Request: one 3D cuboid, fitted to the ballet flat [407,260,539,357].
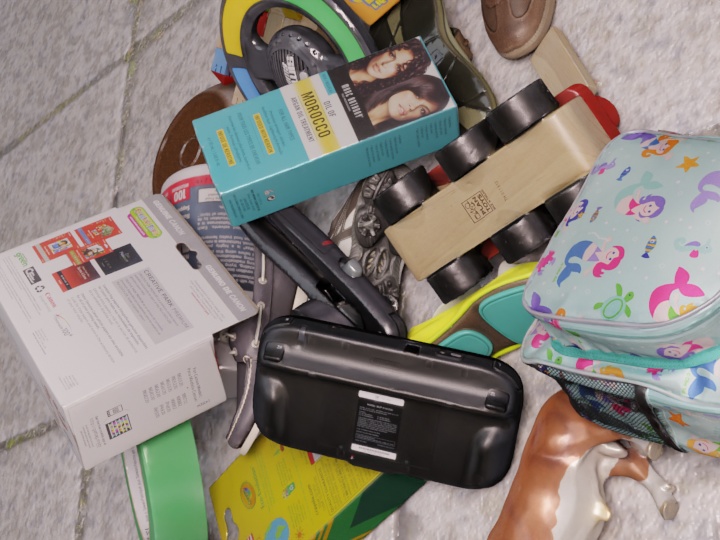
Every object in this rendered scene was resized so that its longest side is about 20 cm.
[{"bbox_3d":[0.101,0.030,0.850,0.200,0.067,0.067,-34,30,37],"label":"ballet flat"}]

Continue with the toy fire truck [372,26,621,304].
[{"bbox_3d":[0.118,-0.092,0.863,0.176,0.200,0.129,-35,90,36],"label":"toy fire truck"}]

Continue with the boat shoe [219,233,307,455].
[{"bbox_3d":[-0.091,0.059,0.990,0.073,0.063,0.201,128,159,-70],"label":"boat shoe"}]

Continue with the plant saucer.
[{"bbox_3d":[-0.178,-0.126,1.270,0.200,0.037,0.201,-24,55,40],"label":"plant saucer"}]

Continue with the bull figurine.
[{"bbox_3d":[0.130,0.175,0.740,0.121,0.065,0.201,11,82,49],"label":"bull figurine"}]

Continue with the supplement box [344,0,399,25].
[{"bbox_3d":[0.020,-0.309,1.047,0.066,0.069,0.200,-35,25,34],"label":"supplement box"}]

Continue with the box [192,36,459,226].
[{"bbox_3d":[-0.027,-0.112,0.917,0.199,0.049,0.082,-21,60,-4],"label":"box"}]

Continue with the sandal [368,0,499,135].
[{"bbox_3d":[0.066,-0.178,0.995,0.080,0.057,0.201,-38,58,25],"label":"sandal"}]

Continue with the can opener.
[{"bbox_3d":[-0.036,-0.002,0.909,0.063,0.079,0.200,-50,62,25],"label":"can opener"}]

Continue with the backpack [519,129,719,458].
[{"bbox_3d":[0.207,0.014,0.660,0.200,0.151,0.178,17,69,44],"label":"backpack"}]

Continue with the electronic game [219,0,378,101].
[{"bbox_3d":[-0.052,-0.183,1.032,0.200,0.200,0.042,-1,33,49],"label":"electronic game"}]

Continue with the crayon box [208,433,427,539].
[{"bbox_3d":[-0.042,0.177,0.951,0.200,0.051,0.127,-45,43,25],"label":"crayon box"}]

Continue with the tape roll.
[{"bbox_3d":[-0.186,0.173,1.043,0.200,0.048,0.201,170,90,-73],"label":"tape roll"}]

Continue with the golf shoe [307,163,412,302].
[{"bbox_3d":[0.000,0.000,0.985,0.200,0.078,0.095,-64,15,10],"label":"golf shoe"}]

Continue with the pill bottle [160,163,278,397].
[{"bbox_3d":[-0.131,0.012,1.078,0.119,0.119,0.201,-24,59,41],"label":"pill bottle"}]

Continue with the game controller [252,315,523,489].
[{"bbox_3d":[0.016,0.098,0.833,0.042,0.199,0.105,-57,-24,-61],"label":"game controller"}]

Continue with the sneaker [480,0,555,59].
[{"bbox_3d":[0.114,-0.272,0.964,0.070,0.075,0.201,-25,54,41],"label":"sneaker"}]

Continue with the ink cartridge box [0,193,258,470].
[{"bbox_3d":[-0.201,0.042,0.972,0.200,0.175,0.084,47,153,40],"label":"ink cartridge box"}]

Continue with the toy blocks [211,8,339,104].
[{"bbox_3d":[-0.085,-0.218,1.171,0.200,0.100,0.137,27,107,42],"label":"toy blocks"}]
